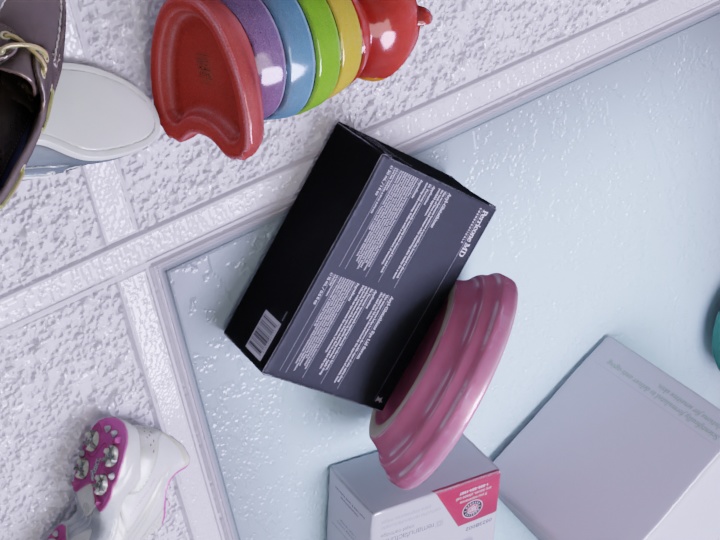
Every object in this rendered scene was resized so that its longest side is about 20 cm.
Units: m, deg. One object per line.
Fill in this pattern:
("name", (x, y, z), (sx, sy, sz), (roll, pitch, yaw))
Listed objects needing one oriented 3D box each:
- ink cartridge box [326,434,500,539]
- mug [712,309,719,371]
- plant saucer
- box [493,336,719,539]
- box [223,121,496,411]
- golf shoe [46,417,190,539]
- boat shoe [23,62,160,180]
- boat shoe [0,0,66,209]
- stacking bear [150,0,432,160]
("ink cartridge box", (0.047, 0.268, 1.444), (0.144, 0.083, 0.201), (-15, 123, -28))
("mug", (0.454, 0.061, 1.590), (0.184, 0.114, 0.153), (-20, 125, -26))
("plant saucer", (0.063, 0.086, 1.300), (0.051, 0.201, 0.201), (29, 99, -7))
("box", (0.271, 0.217, 1.495), (0.200, 0.199, 0.171), (-47, 132, -5))
("box", (0.000, 0.000, 1.258), (0.141, 0.079, 0.201), (23, 101, -39))
("golf shoe", (-0.202, 0.217, 1.248), (0.091, 0.075, 0.201), (11, 110, -42))
("boat shoe", (-0.235, -0.097, 1.061), (0.199, 0.073, 0.062), (-10, 165, -39))
("boat shoe", (-0.229, -0.116, 0.985), (0.072, 0.059, 0.201), (29, 67, -29))
("stacking bear", (-0.041, -0.167, 1.116), (0.199, 0.121, 0.114), (-21, 117, -35))
